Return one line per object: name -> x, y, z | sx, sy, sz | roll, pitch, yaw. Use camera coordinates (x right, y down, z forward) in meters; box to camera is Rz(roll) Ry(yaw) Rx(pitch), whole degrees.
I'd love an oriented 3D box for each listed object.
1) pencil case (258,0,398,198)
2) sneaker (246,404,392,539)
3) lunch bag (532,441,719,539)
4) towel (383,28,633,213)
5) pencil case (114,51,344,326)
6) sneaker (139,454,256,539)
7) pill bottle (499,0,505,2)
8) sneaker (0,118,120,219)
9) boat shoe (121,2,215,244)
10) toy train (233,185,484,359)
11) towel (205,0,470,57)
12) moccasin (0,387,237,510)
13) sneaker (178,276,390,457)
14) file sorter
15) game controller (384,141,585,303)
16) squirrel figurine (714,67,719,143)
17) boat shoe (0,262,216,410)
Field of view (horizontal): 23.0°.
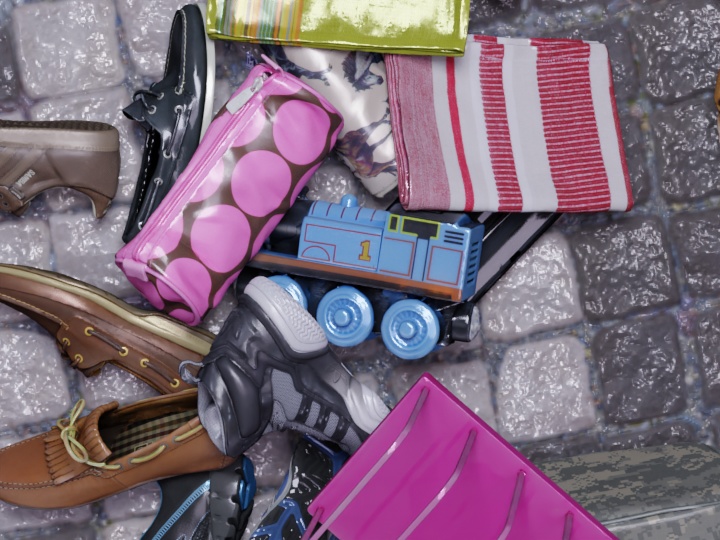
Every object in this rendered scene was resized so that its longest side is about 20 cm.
pencil case -> -0.013, -0.158, 1.386 | 0.089, 0.078, 0.201 | -38, 92, -29
sneaker -> -0.038, 0.182, 1.375 | 0.076, 0.077, 0.200 | 38, 64, 4
lunch bag -> 0.211, 0.239, 1.371 | 0.198, 0.139, 0.169 | -9, 107, -3
towel -> 0.116, -0.115, 1.369 | 0.198, 0.023, 0.145 | 0, 73, -23
pencil case -> -0.102, -0.060, 1.317 | 0.090, 0.094, 0.201 | 29, 81, 24
sneaker -> -0.134, 0.239, 1.377 | 0.081, 0.073, 0.202 | 6, 82, 11
pill bottle -> 0.058, -0.302, 1.378 | 0.199, 0.112, 0.113 | 38, 86, -3
sneaker -> -0.286, -0.078, 1.364 | 0.198, 0.070, 0.076 | 3, 103, 1
boat shoe -> -0.154, -0.110, 1.374 | 0.065, 0.074, 0.201 | 4, 97, -18
toy train -> 0.000, 0.000, 1.362 | 0.198, 0.087, 0.115 | 10, 95, 13
towel -> -0.016, -0.211, 1.332 | 0.198, 0.018, 0.087 | 5, 90, 3
moccasin -> -0.192, 0.132, 1.345 | 0.199, 0.074, 0.078 | -10, 134, 13
sneaker -> -0.052, 0.106, 1.305 | 0.114, 0.075, 0.200 | -42, 118, -8
file sorter -> 0.069, 0.202, 1.236 | 0.200, 0.125, 0.139 | 41, 107, -1
game controller -> 0.100, -0.056, 1.418 | 0.104, 0.042, 0.200 | 44, 85, 12
squirrel figurine -> 0.378, -0.121, 1.409 | 0.199, 0.142, 0.187 | -35, 81, -19
boat shoe -> -0.206, 0.048, 1.366 | 0.199, 0.072, 0.068 | 22, 85, -7
